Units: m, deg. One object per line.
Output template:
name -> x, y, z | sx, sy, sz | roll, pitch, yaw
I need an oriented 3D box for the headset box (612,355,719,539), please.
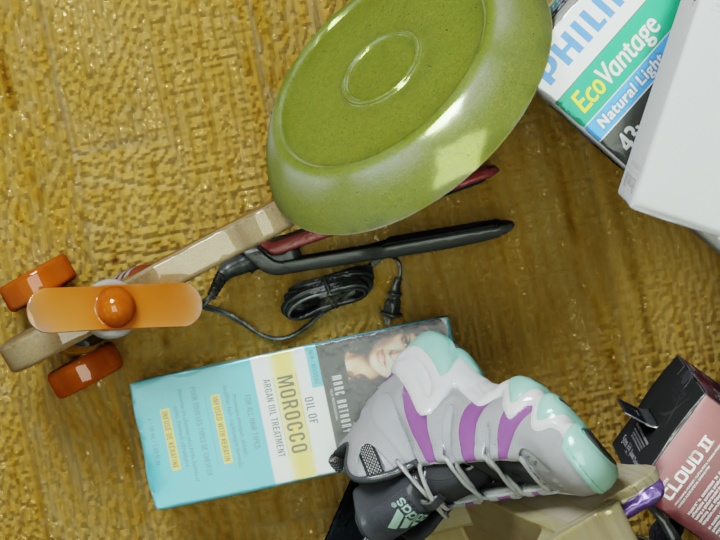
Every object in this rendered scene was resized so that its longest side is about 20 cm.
headset box -> 0.239, 0.134, 1.672 | 0.200, 0.149, 0.075 | 36, 96, -5

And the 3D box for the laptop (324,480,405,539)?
laptop -> 0.038, 0.252, 1.754 | 0.187, 0.116, 0.200 | 25, 123, -2

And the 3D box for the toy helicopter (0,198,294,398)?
toy helicopter -> -0.126, 0.006, 1.665 | 0.200, 0.132, 0.079 | -28, 92, 3

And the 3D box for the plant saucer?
plant saucer -> 0.019, -0.110, 1.626 | 0.200, 0.200, 0.031 | -41, 126, 5

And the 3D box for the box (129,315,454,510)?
box -> -0.035, 0.087, 1.713 | 0.200, 0.049, 0.082 | -12, 89, 2

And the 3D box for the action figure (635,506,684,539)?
action figure -> 0.210, 0.223, 1.679 | 0.102, 0.119, 0.200 | -2, 125, 17

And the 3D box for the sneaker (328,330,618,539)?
sneaker -> 0.051, 0.122, 1.589 | 0.140, 0.200, 0.078 | -47, 118, -11

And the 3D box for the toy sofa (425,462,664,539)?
toy sofa -> 0.113, 0.160, 1.632 | 0.098, 0.200, 0.083 | -29, 105, -16

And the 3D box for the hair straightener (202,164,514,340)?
hair straightener -> 0.000, 0.000, 1.712 | 0.200, 0.041, 0.077 | -18, 96, 3

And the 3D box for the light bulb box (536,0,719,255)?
light bulb box -> 0.223, -0.131, 1.654 | 0.200, 0.125, 0.198 | 40, 96, -5

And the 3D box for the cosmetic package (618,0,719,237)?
cosmetic package -> 0.208, -0.122, 1.542 | 0.071, 0.101, 0.200 | 17, 96, -1
